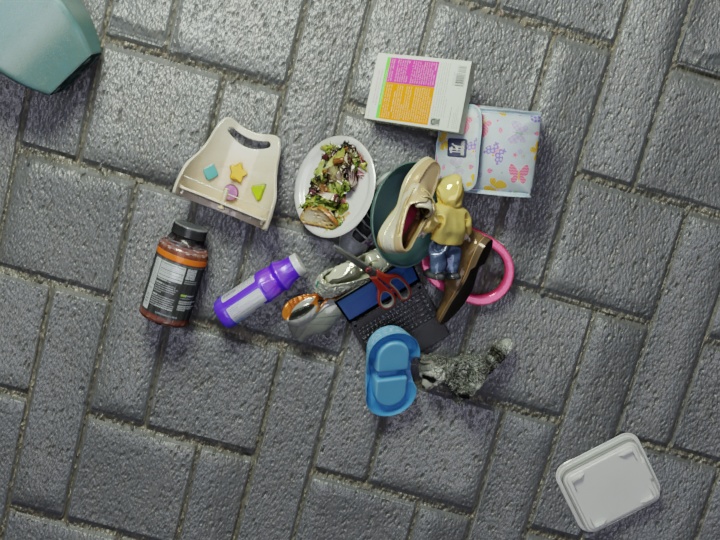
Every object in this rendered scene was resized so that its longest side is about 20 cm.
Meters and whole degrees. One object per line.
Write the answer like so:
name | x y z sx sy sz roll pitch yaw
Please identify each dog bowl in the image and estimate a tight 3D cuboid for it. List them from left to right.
dog bowl | 0.060 0.202 1.739 0.109 0.050 0.203 -5 119 -14

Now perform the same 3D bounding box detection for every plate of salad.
plate of salad | -0.058 -0.166 1.659 0.197 0.048 0.204 -6 79 34

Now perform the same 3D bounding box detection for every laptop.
laptop | 0.067 0.097 1.719 0.175 0.103 0.202 -29 97 1

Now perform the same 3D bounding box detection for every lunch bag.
lunch bag | 0.245 -0.234 1.660 0.196 0.127 0.173 8 99 7

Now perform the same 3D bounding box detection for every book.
book | 0.114 -0.343 1.635 0.197 0.048 0.136 13 96 26

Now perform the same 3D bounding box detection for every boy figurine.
boy figurine | 0.160 -0.083 1.624 0.122 0.064 0.204 -4 103 -28

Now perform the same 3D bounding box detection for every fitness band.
fitness band | 0.220 -0.013 1.740 0.197 0.037 0.146 25 99 -3

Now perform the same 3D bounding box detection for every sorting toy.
sorting toy | -0.243 -0.199 1.679 0.197 0.107 0.183 21 92 -4

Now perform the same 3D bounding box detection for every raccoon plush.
raccoon plush | 0.207 0.182 1.767 0.134 0.097 0.200 45 67 4

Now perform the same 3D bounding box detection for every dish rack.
dish rack | 0.537 0.462 1.821 0.198 0.044 0.174 -28 98 3

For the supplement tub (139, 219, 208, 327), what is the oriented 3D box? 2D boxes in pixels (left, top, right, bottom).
supplement tub | -0.368 0.004 1.704 0.105 0.107 0.203 19 98 -4

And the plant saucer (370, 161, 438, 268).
plant saucer | 0.083 -0.108 1.622 0.198 0.036 0.204 -13 110 -41

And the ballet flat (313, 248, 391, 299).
ballet flat | 0.000 0.000 1.697 0.197 0.072 0.073 -24 100 -14

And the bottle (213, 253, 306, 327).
bottle | -0.202 0.038 1.722 0.198 0.084 0.066 -33 98 4

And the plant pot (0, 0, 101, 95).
plant pot | -0.602 -0.443 1.589 0.195 0.197 0.201 -40 106 6

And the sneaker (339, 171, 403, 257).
sneaker | 0.021 -0.105 1.669 0.077 0.140 0.202 31 98 -6

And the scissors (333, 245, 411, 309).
scissors | 0.027 0.000 1.641 0.073 0.014 0.201 -35 121 6

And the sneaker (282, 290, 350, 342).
sneaker | -0.062 0.078 1.746 0.197 0.076 0.093 -22 131 -8

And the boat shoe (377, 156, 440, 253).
boat shoe | 0.106 -0.117 1.569 0.073 0.069 0.202 37 75 -42

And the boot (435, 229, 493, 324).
boot | 0.191 0.011 1.707 0.075 0.073 0.203 30 105 22
